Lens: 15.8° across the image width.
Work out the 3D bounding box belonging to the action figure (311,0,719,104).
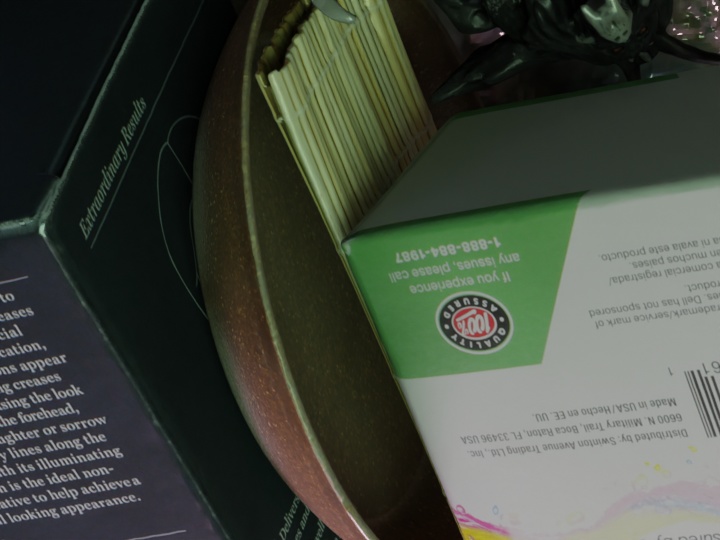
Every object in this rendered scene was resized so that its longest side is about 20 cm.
[{"bbox_3d":[0.033,-0.114,0.710,0.119,0.102,0.200,-35,105,18],"label":"action figure"}]

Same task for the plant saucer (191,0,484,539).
[{"bbox_3d":[0.000,0.000,0.778,0.037,0.200,0.200,-12,125,25],"label":"plant saucer"}]

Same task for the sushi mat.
[{"bbox_3d":[0.023,0.007,0.765,0.012,0.096,0.200,-12,116,25],"label":"sushi mat"}]

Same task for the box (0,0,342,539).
[{"bbox_3d":[-0.072,0.024,0.782,0.107,0.149,0.200,-12,125,24],"label":"box"}]

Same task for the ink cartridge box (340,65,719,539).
[{"bbox_3d":[0.104,0.049,0.725,0.145,0.088,0.200,-9,113,31],"label":"ink cartridge box"}]
